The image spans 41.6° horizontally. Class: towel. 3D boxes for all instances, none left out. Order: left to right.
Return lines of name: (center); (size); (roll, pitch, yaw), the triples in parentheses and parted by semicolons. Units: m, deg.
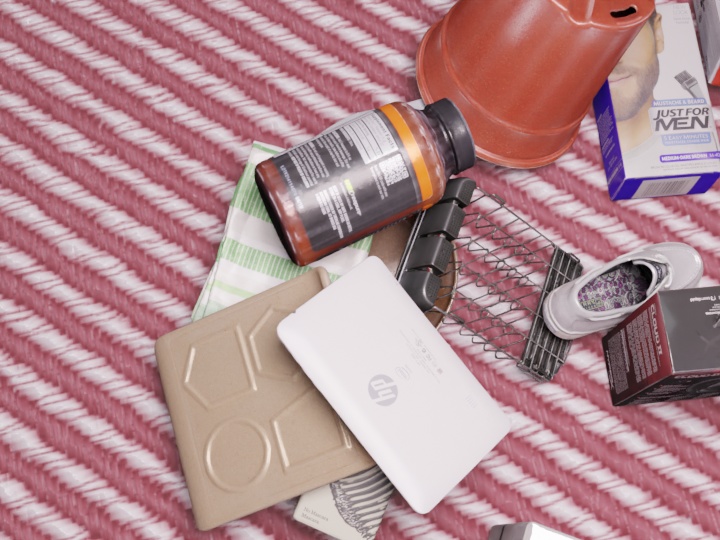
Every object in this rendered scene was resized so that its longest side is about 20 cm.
towel: (-0.069, -0.016, 0.935); (0.150, 0.023, 0.203); (16, 77, 1)

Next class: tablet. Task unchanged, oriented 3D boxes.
tablet: (0.031, 0.094, 0.821); (0.130, 0.014, 0.201); (-35, 82, -32)

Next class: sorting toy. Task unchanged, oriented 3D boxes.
sorting toy: (-0.087, 0.117, 0.864); (0.198, 0.036, 0.187); (-25, 70, 16)

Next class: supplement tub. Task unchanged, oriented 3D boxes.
supplement tub: (0.007, -0.090, 0.889); (0.198, 0.107, 0.108); (-25, 74, -8)

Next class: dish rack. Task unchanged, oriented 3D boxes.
dish rack: (0.136, 0.013, 0.939); (0.199, 0.054, 0.155); (32, 67, -23)

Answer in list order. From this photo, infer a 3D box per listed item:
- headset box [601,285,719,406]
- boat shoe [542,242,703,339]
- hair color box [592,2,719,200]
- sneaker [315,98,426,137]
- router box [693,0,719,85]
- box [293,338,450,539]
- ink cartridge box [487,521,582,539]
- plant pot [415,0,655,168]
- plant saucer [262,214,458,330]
headset box: (0.323, 0.068, 0.869); (0.146, 0.200, 0.078); (-6, 72, -2)
boat shoe: (0.272, 0.011, 0.937); (0.197, 0.069, 0.073); (-11, 77, -23)
hair color box: (0.313, -0.183, 1.022); (0.107, 0.065, 0.203); (-5, 71, -3)
sneaker: (0.031, -0.127, 0.992); (0.197, 0.073, 0.072); (-21, 68, -8)
router box: (0.462, -0.279, 1.032); (0.176, 0.049, 0.202); (6, 54, 1)
box: (0.011, 0.148, 0.885); (0.081, 0.068, 0.203); (21, 85, 3)
ink cartridge box: (0.180, 0.277, 0.800); (0.142, 0.200, 0.085); (20, 76, 5)
plant pot: (0.180, -0.239, 0.940); (0.198, 0.196, 0.204); (8, 63, -16)
plant saucer: (0.000, 0.000, 0.963); (0.197, 0.037, 0.204); (0, 77, -1)
